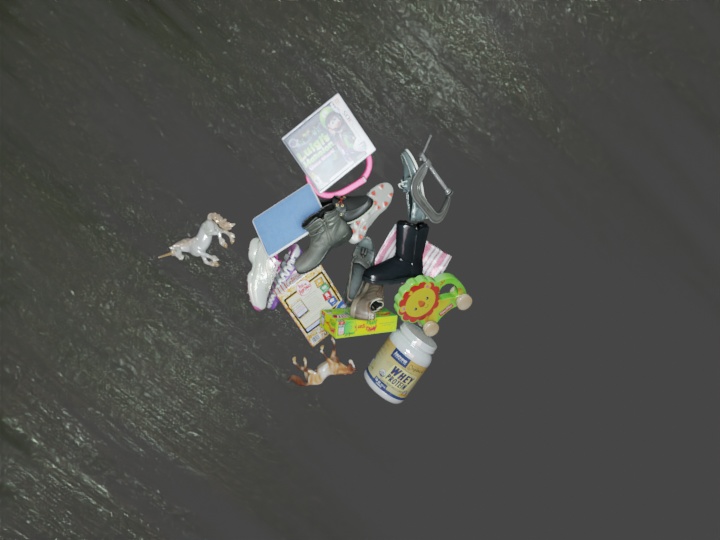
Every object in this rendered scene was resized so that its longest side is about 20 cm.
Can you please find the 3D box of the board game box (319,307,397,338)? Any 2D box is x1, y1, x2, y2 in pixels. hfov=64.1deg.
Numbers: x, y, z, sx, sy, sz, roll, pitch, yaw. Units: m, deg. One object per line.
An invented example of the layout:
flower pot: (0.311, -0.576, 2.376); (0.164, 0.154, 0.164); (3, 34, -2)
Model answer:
board game box: (-0.005, 0.141, 1.613); (0.195, 0.101, 0.049); (-3, 108, -31)

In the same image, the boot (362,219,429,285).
boot: (0.097, -0.053, 1.591); (0.195, 0.076, 0.173); (-4, 106, -24)

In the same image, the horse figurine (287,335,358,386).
horse figurine: (-0.119, 0.286, 1.697); (0.197, 0.050, 0.135); (-29, 119, -6)

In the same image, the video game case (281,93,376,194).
video game case: (-0.086, -0.343, 1.565); (0.198, 0.023, 0.184); (-36, 97, 4)

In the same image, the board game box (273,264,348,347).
board game box: (-0.131, 0.093, 1.625); (0.150, 0.046, 0.202); (-35, 119, -8)

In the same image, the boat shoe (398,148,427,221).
boat shoe: (0.140, -0.234, 1.605); (0.060, 0.073, 0.205); (-19, 107, -3)

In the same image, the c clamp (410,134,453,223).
c clamp: (0.203, -0.238, 1.586); (0.201, 0.027, 0.173); (50, 63, -37)

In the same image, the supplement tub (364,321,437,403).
supplement tub: (0.117, 0.263, 1.659); (0.143, 0.145, 0.202); (33, 101, -9)

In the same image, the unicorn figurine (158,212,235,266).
unicorn figurine: (-0.443, -0.073, 1.611); (0.136, 0.074, 0.202); (35, 83, 0)

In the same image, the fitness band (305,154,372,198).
fitness band: (-0.060, -0.286, 1.602); (0.197, 0.037, 0.146); (-28, 101, 1)

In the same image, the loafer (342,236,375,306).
loafer: (0.000, 0.000, 1.620); (0.070, 0.063, 0.206); (15, 82, 0)

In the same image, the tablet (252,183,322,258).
tablet: (-0.194, -0.137, 1.577); (0.197, 0.014, 0.132); (-31, 69, 6)

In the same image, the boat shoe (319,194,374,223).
boat shoe: (-0.059, -0.169, 1.575); (0.196, 0.075, 0.063); (-12, 139, 21)

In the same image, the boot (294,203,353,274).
boot: (-0.123, -0.090, 1.529); (0.198, 0.068, 0.131); (-38, 138, 6)

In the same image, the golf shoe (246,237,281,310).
golf shoe: (-0.265, 0.008, 1.596); (0.089, 0.075, 0.206); (-3, 84, 19)

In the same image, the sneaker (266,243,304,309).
sneaker: (-0.200, 0.030, 1.639); (0.087, 0.081, 0.203); (26, 102, -25)

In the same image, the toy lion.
toy lion: (0.197, 0.080, 1.635); (0.198, 0.069, 0.192); (-38, 127, 3)

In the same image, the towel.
towel: (0.150, -0.026, 1.668); (0.197, 0.030, 0.149); (30, 99, -8)

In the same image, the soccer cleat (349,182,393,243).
soccer cleat: (0.021, -0.163, 1.618); (0.069, 0.077, 0.202); (37, 77, -12)

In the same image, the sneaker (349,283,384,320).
sneaker: (0.038, 0.081, 1.600); (0.074, 0.201, 0.072); (17, 126, 16)
